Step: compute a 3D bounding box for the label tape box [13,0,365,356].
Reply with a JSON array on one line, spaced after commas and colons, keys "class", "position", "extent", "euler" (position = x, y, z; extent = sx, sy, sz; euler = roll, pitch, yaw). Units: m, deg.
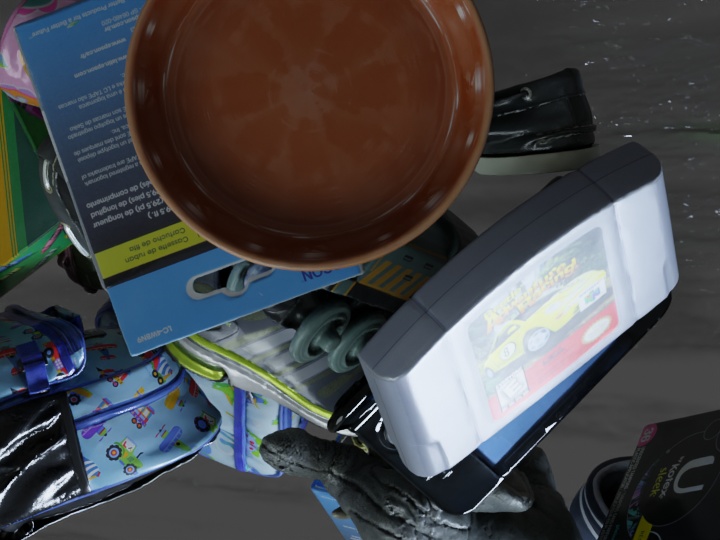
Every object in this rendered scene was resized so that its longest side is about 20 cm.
[{"class": "label tape box", "position": [-0.093, -0.068, 1.332], "extent": [0.143, 0.200, 0.066], "euler": [-20, 177, 5]}]

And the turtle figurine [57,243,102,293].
[{"class": "turtle figurine", "position": [-0.173, -0.035, 1.611], "extent": [0.200, 0.101, 0.150], "euler": [17, 150, 32]}]

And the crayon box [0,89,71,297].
[{"class": "crayon box", "position": [-0.261, -0.046, 1.580], "extent": [0.200, 0.058, 0.119], "euler": [-34, 78, 37]}]

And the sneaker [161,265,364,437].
[{"class": "sneaker", "position": [-0.033, 0.048, 1.559], "extent": [0.200, 0.074, 0.081], "euler": [19, 119, 0]}]

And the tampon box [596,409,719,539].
[{"class": "tampon box", "position": [0.264, 0.178, 1.517], "extent": [0.126, 0.150, 0.200], "euler": [38, 150, -20]}]

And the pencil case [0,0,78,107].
[{"class": "pencil case", "position": [-0.124, -0.110, 1.456], "extent": [0.200, 0.087, 0.087], "euler": [24, 152, 5]}]

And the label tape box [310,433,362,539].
[{"class": "label tape box", "position": [0.067, 0.211, 1.834], "extent": [0.144, 0.063, 0.200], "euler": [9, 146, 31]}]

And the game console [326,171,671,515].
[{"class": "game console", "position": [0.087, 0.050, 1.380], "extent": [0.176, 0.200, 0.116], "euler": [44, -178, -28]}]

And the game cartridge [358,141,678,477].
[{"class": "game cartridge", "position": [0.092, 0.020, 1.304], "extent": [0.041, 0.200, 0.133], "euler": [44, 166, 36]}]

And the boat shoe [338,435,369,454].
[{"class": "boat shoe", "position": [0.029, 0.107, 1.675], "extent": [0.061, 0.072, 0.201], "euler": [13, 152, -28]}]

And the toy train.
[{"class": "toy train", "position": [0.000, 0.000, 1.430], "extent": [0.085, 0.114, 0.200], "euler": [41, -171, 26]}]

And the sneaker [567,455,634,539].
[{"class": "sneaker", "position": [0.240, 0.199, 1.658], "extent": [0.200, 0.070, 0.109], "euler": [25, 154, 11]}]

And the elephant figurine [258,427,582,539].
[{"class": "elephant figurine", "position": [0.051, 0.175, 1.568], "extent": [0.155, 0.142, 0.200], "euler": [-16, 158, 33]}]

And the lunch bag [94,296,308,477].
[{"class": "lunch bag", "position": [-0.109, 0.070, 1.740], "extent": [0.161, 0.082, 0.200], "euler": [21, 152, 7]}]

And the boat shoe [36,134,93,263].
[{"class": "boat shoe", "position": [-0.150, -0.033, 1.471], "extent": [0.068, 0.072, 0.200], "euler": [21, 164, 15]}]

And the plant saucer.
[{"class": "plant saucer", "position": [-0.028, -0.099, 1.280], "extent": [0.200, 0.200, 0.032], "euler": [26, 175, 3]}]

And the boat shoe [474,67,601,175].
[{"class": "boat shoe", "position": [0.046, -0.092, 1.358], "extent": [0.199, 0.074, 0.066], "euler": [5, 103, 39]}]

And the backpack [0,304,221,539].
[{"class": "backpack", "position": [-0.204, 0.092, 1.590], "extent": [0.183, 0.200, 0.135], "euler": [-160, 52, -68]}]
